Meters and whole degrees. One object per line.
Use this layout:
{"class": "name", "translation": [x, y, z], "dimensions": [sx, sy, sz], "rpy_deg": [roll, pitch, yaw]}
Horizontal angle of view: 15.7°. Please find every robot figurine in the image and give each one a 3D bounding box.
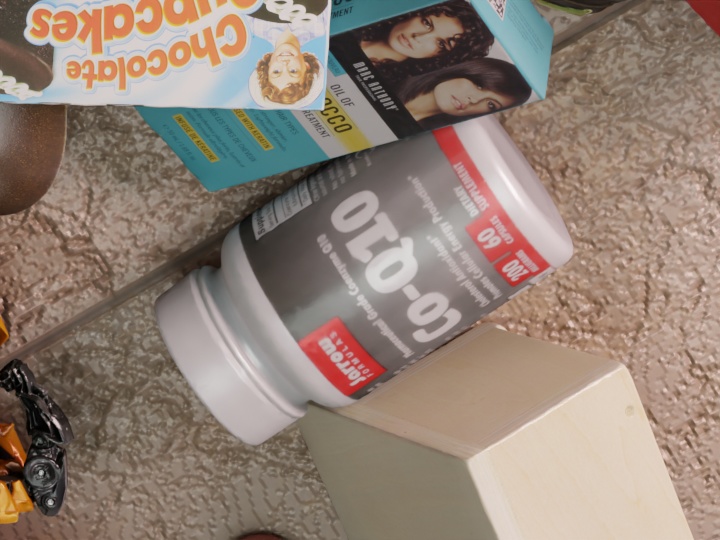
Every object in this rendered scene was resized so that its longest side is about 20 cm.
{"class": "robot figurine", "translation": [-0.238, 0.065, 1.387], "dimensions": [0.145, 0.058, 0.200], "rpy_deg": [-21, 108, 6]}

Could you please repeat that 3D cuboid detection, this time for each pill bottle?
{"class": "pill bottle", "translation": [0.000, 0.000, 1.366], "dimensions": [0.200, 0.114, 0.114], "rpy_deg": [-34, 107, 10]}

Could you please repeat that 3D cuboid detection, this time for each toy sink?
{"class": "toy sink", "translation": [0.072, 0.111, 1.397], "dimensions": [0.112, 0.200, 0.130], "rpy_deg": [-30, 109, -22]}

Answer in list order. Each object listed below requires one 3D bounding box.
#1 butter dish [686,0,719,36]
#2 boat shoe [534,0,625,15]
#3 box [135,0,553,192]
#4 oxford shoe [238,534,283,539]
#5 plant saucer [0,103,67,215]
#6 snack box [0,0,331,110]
{"class": "butter dish", "translation": [0.218, -0.176, 1.300], "dimensions": [0.200, 0.148, 0.199], "rpy_deg": [44, 59, -16]}
{"class": "boat shoe", "translation": [0.057, -0.185, 1.311], "dimensions": [0.201, 0.072, 0.061], "rpy_deg": [25, 145, -20]}
{"class": "box", "translation": [-0.010, -0.103, 1.312], "dimensions": [0.200, 0.049, 0.082], "rpy_deg": [-14, 136, 28]}
{"class": "oxford shoe", "translation": [-0.012, 0.241, 1.472], "dimensions": [0.070, 0.075, 0.200], "rpy_deg": [-41, 106, 12]}
{"class": "plant saucer", "translation": [-0.225, -0.112, 1.295], "dimensions": [0.200, 0.032, 0.200], "rpy_deg": [28, 135, 32]}
{"class": "snack box", "translation": [-0.112, -0.135, 1.217], "dimensions": [0.200, 0.037, 0.116], "rpy_deg": [0, 101, -18]}
